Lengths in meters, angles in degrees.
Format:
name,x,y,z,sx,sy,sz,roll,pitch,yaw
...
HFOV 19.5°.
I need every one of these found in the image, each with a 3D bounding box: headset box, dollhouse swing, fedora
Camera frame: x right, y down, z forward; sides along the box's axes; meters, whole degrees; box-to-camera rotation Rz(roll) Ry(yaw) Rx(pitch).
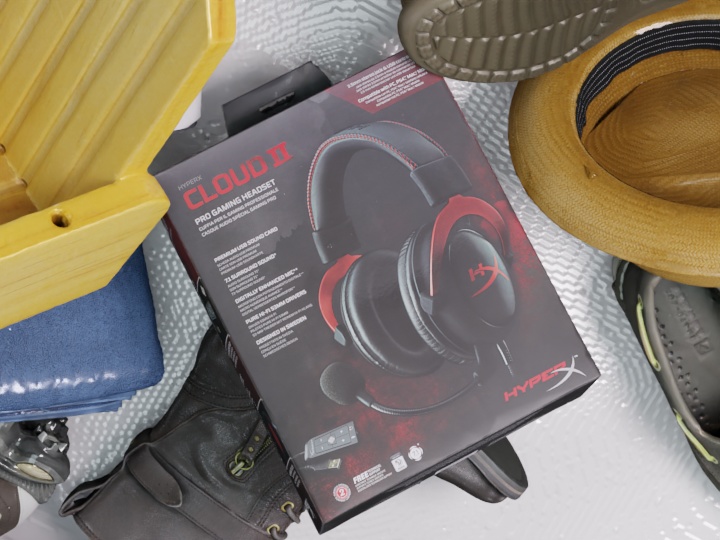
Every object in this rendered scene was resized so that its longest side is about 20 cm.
name,x,y,z,sx,sy,sz,roll,pitch,yaw
headset box,0.000,0.000,0.989,0.148,0.075,0.201,-26,81,-7
dollhouse swing,-0.181,-0.100,0.901,0.181,0.176,0.201,-23,69,-32
fedora,0.170,-0.051,0.996,0.198,0.202,0.082,-8,142,1

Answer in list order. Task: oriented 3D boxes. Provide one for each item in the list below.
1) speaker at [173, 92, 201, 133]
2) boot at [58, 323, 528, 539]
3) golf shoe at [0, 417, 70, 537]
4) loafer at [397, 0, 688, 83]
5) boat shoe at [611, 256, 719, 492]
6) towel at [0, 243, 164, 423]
name,x,y,z,sx,sy,sz,roll,pitch,yaw
speaker,-0.108,-0.169,0.979,0.080,0.081,0.202,4,106,-2
boot,-0.034,0.113,1.070,0.199,0.069,0.175,31,104,2
golf shoe,-0.243,0.068,1.045,0.199,0.078,0.095,37,102,-9
loafer,0.102,-0.148,0.981,0.198,0.068,0.076,-19,145,-17
boat shoe,0.193,0.069,1.060,0.072,0.060,0.202,-32,104,8
towel,-0.196,0.018,0.995,0.198,0.048,0.113,-3,79,-31
